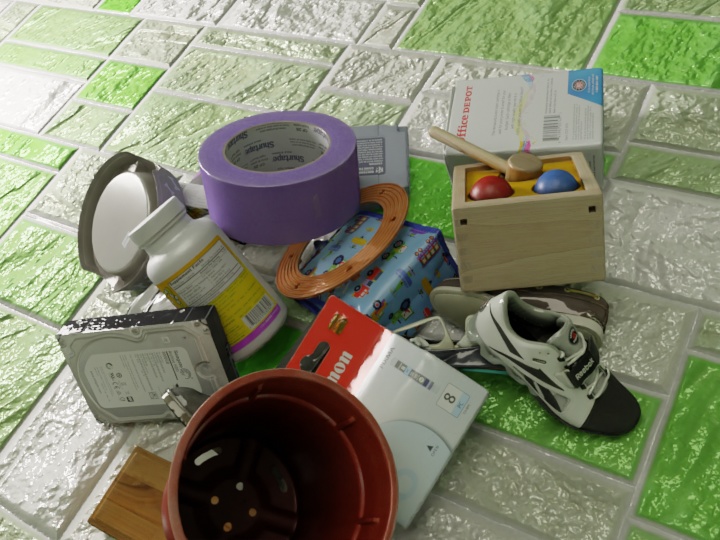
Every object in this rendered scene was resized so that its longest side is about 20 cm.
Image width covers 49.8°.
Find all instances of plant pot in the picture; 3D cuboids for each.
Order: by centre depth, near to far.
[{"bbox_3d":[-0.095,0.213,0.722,0.200,0.195,0.202,9,66,-21],"label":"plant pot"}]

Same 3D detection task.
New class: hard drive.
[{"bbox_3d":[-0.249,0.117,0.931,0.199,0.140,0.038,-6,29,13],"label":"hard drive"}]

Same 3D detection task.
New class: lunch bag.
[{"bbox_3d":[0.000,0.000,0.976,0.151,0.094,0.200,-47,45,-15],"label":"lunch bag"}]

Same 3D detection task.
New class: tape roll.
[{"bbox_3d":[-0.100,-0.122,0.984,0.199,0.085,0.200,-3,36,2],"label":"tape roll"}]

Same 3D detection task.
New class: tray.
[{"bbox_3d":[-0.199,0.277,0.861,0.199,0.037,0.099,15,60,29],"label":"tray"}]

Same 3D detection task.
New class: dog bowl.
[{"bbox_3d":[-0.320,-0.064,1.090,0.199,0.059,0.201,-8,78,40],"label":"dog bowl"}]

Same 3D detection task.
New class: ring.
[{"bbox_3d":[-0.022,-0.035,0.965,0.200,0.019,0.201,-29,30,19],"label":"ring"}]

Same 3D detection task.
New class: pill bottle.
[{"bbox_3d":[-0.186,0.009,0.942,0.104,0.200,0.104,-36,15,12],"label":"pill bottle"}]

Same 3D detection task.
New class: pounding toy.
[{"bbox_3d":[0.174,-0.085,0.904,0.183,0.143,0.200,-5,24,10],"label":"pounding toy"}]

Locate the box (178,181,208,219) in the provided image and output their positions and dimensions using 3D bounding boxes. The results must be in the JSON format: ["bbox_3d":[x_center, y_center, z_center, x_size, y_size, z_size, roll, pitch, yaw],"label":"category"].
[{"bbox_3d":[-0.186,-0.088,1.086,0.199,0.039,0.042,10,62,25],"label":"box"}]

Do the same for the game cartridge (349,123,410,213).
[{"bbox_3d":[-0.030,-0.141,1.094,0.199,0.041,0.134,-3,56,7],"label":"game cartridge"}]

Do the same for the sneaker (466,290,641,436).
[{"bbox_3d":[0.206,0.094,0.787,0.199,0.089,0.074,33,57,4],"label":"sneaker"}]

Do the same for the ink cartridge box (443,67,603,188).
[{"bbox_3d":[0.219,-0.183,1.029,0.199,0.085,0.145,0,54,18],"label":"ink cartridge box"}]

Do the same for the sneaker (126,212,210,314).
[{"bbox_3d":[-0.212,0.026,1.034,0.115,0.076,0.201,31,83,24],"label":"sneaker"}]

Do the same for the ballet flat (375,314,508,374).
[{"bbox_3d":[0.104,0.084,0.860,0.199,0.073,0.073,-3,53,9],"label":"ballet flat"}]

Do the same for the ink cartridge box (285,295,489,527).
[{"bbox_3d":[0.009,0.141,0.811,0.199,0.047,0.161,32,87,9],"label":"ink cartridge box"}]

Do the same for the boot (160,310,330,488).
[{"bbox_3d":[-0.098,0.126,0.883,0.182,0.073,0.200,39,77,-8],"label":"boot"}]

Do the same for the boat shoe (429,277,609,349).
[{"bbox_3d":[0.180,0.040,0.886,0.199,0.072,0.060,12,52,23],"label":"boat shoe"}]

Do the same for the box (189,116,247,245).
[{"bbox_3d":[-0.174,-0.140,1.166,0.142,0.036,0.200,19,64,30],"label":"box"}]
